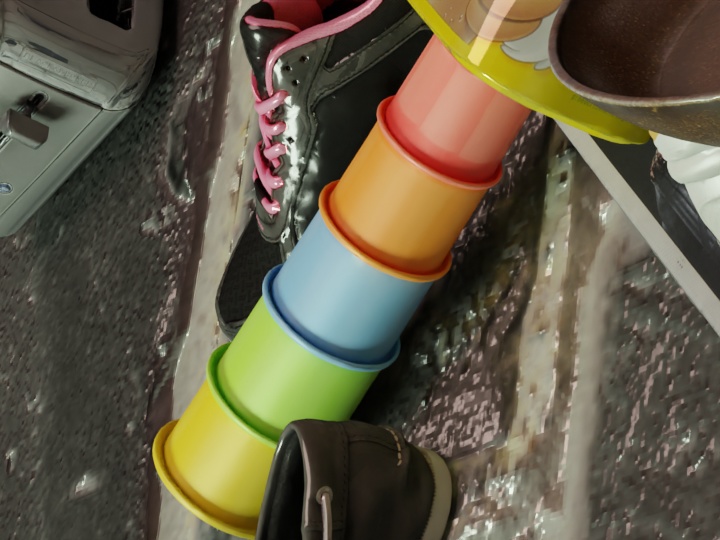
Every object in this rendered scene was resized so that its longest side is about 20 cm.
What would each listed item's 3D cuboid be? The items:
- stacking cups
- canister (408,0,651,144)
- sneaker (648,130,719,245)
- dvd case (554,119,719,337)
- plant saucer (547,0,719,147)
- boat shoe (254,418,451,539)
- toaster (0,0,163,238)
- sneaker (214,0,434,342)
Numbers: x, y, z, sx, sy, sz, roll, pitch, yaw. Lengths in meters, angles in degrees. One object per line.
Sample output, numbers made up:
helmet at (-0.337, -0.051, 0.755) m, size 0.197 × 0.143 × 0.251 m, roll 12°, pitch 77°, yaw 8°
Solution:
stacking cups at (0.000, 0.000, 1.013) m, size 0.200 × 0.060 × 0.061 m, roll -57°, pitch 31°, yaw 26°
canister at (0.089, -0.155, 0.899) m, size 0.200 × 0.086 × 0.149 m, roll -61°, pitch 29°, yaw 17°
sneaker at (0.175, -0.049, 0.761) m, size 0.200 × 0.088 × 0.075 m, roll -18°, pitch 21°, yaw 32°
dvd case at (0.126, -0.074, 0.894) m, size 0.150 × 0.025 × 0.200 m, roll -58°, pitch 31°, yaw 18°
plant saucer at (0.141, -0.084, 0.721) m, size 0.200 × 0.032 × 0.200 m, roll -25°, pitch 21°, yaw 11°
boat shoe at (-0.034, 0.142, 0.991) m, size 0.067 × 0.057 × 0.200 m, roll 23°, pitch 92°, yaw 61°
toaster at (-0.159, -0.122, 1.321) m, size 0.129 × 0.113 × 0.200 m, roll -36°, pitch 41°, yaw 39°
sneaker at (-0.011, -0.059, 1.046) m, size 0.200 × 0.095 × 0.079 m, roll -59°, pitch 32°, yaw 21°
